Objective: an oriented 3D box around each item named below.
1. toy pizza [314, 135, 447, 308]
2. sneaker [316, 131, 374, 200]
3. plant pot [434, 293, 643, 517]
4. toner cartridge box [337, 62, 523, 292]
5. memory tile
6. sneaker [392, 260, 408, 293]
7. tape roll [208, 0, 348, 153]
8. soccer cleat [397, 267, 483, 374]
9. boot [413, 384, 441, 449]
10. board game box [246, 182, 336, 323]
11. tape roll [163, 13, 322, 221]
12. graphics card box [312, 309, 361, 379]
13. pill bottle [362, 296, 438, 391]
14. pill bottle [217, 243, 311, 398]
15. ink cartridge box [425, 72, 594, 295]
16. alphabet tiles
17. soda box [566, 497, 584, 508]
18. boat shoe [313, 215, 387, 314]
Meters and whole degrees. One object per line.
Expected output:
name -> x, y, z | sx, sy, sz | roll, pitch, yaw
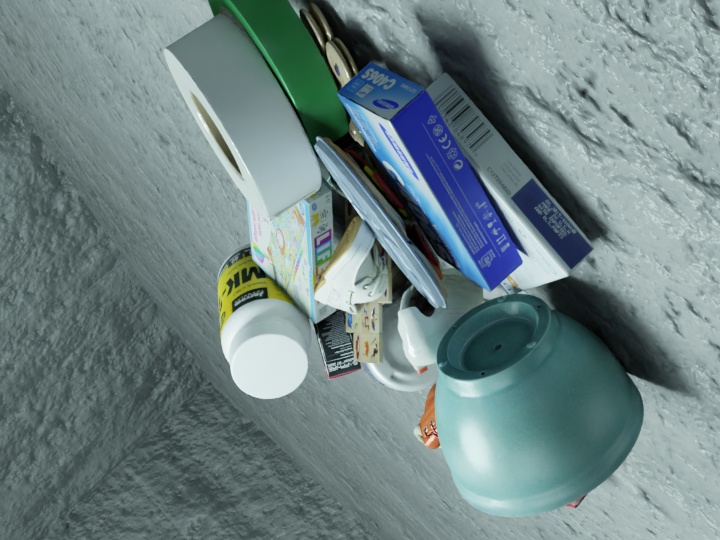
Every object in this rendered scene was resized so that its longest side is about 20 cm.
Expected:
toy pizza -> 0.026, -0.050, 1.205 | 0.201, 0.032, 0.200 | 53, 178, 3
sneaker -> -0.007, -0.116, 1.375 | 0.079, 0.076, 0.200 | 42, 180, -45
plant pot -> 0.149, 0.110, 1.207 | 0.200, 0.200, 0.135 | 24, 150, 58
toner cartridge box -> 0.061, -0.078, 1.098 | 0.095, 0.043, 0.201 | 36, 163, 55
memory tile -> 0.001, -0.150, 1.235 | 0.201, 0.017, 0.154 | 59, 173, 25
sneaker -> 0.001, 0.003, 1.613 | 0.071, 0.075, 0.200 | 50, 165, -9
tape roll -> -0.085, -0.212, 1.296 | 0.202, 0.048, 0.201 | 57, 172, 12
soccer cleat -> 0.083, 0.031, 1.327 | 0.200, 0.068, 0.079 | -59, -49, -62
boot -> 0.122, 0.180, 1.629 | 0.074, 0.108, 0.200 | 32, 166, -4
board game box -> -0.083, -0.051, 1.493 | 0.134, 0.034, 0.202 | 44, 151, 32
tape roll -> -0.118, -0.154, 1.302 | 0.204, 0.070, 0.203 | 55, 171, 13
graphics card box -> -0.047, 0.022, 1.651 | 0.126, 0.050, 0.203 | -102, -3, -71
pill bottle -> 0.053, 0.092, 1.596 | 0.111, 0.111, 0.200 | 48, 175, 1
pill bottle -> -0.120, 0.061, 1.600 | 0.115, 0.113, 0.201 | 57, -170, -31
ink cartridge box -> 0.110, -0.070, 1.161 | 0.200, 0.041, 0.200 | 49, 170, -1
alphabet tiles -> 0.008, 0.004, 1.476 | 0.167, 0.007, 0.204 | 173, 97, -73
soda box -> 0.190, 0.192, 1.511 | 0.200, 0.064, 0.070 | 43, 166, -11
boat shoe -> 0.000, 0.000, 1.383 | 0.069, 0.071, 0.200 | 30, 163, 1
